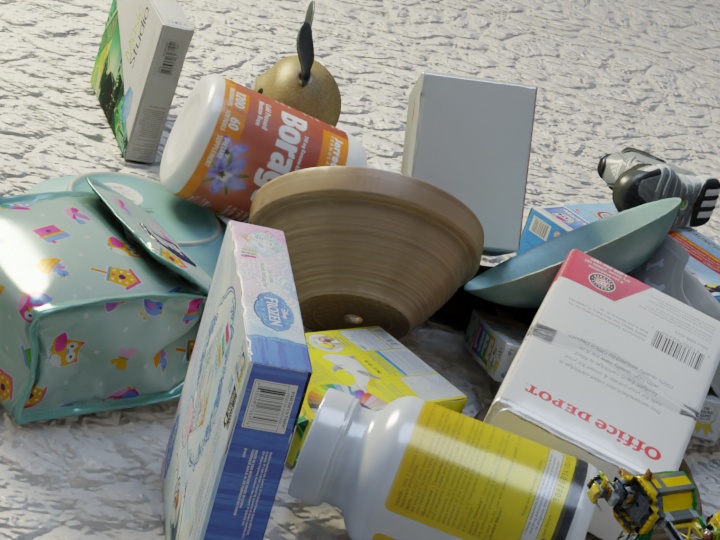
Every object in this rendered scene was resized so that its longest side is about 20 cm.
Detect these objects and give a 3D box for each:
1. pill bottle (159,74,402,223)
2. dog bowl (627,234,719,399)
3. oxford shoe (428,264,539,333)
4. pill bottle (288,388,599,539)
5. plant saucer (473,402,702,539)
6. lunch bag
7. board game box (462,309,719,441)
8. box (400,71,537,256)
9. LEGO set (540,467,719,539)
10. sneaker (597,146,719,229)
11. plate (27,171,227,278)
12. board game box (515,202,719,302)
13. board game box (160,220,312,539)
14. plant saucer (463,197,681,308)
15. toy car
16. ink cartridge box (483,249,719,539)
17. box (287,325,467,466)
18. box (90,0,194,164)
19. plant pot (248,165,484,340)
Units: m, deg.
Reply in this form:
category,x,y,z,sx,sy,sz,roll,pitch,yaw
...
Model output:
category,x,y,z,sx,sy,sz,roll,pitch,yaw
pill bottle,-0.067,-0.086,1.684,0.200,0.112,0.112,22,20,-18
dog bowl,0.300,0.059,1.682,0.200,0.059,0.200,52,0,-1
oxford shoe,0.138,0.035,1.725,0.200,0.073,0.084,3,27,-6
pill bottle,0.057,0.154,1.322,0.200,0.112,0.112,21,22,4
plant saucer,0.185,0.152,1.539,0.200,0.030,0.200,17,23,-7
lunch bag,-0.195,0.016,1.409,0.200,0.122,0.170,-10,35,-35
board game box,0.197,0.089,1.625,0.200,0.034,0.134,16,8,-12
box,0.093,-0.094,1.769,0.106,0.153,0.200,7,0,-2
LEGO set,0.146,0.221,1.168,0.116,0.200,0.154,-1,50,-36
sneaker,0.282,-0.088,1.979,0.115,0.075,0.200,28,13,32
plate,-0.188,-0.045,1.645,0.200,0.026,0.200,16,23,-7
board game box,0.295,0.000,1.938,0.196,0.056,0.200,-4,32,-44
board game box,-0.083,0.100,1.219,0.043,0.200,0.199,11,24,-14
plant saucer,0.187,-0.007,1.634,0.201,0.039,0.201,-23,5,2
toy car,-0.083,-0.154,1.802,0.158,0.200,0.164,17,22,-6
ink cartridge box,0.185,0.097,1.471,0.146,0.085,0.200,27,42,5
box,-0.026,0.096,1.477,0.200,0.048,0.117,-1,30,-45
box,-0.221,-0.213,1.903,0.036,0.145,0.200,10,23,-22
plant pot,0.000,0.000,1.600,0.201,0.201,0.093,14,62,-11
